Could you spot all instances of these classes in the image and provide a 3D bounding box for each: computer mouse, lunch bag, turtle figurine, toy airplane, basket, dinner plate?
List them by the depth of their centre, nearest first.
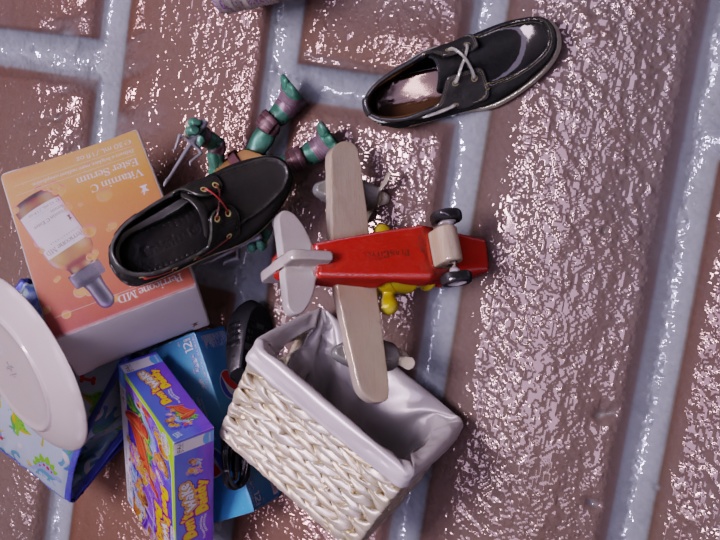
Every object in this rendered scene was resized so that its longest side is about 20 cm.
[{"bbox_3d":[0.000,0.000,0.910,0.199,0.141,0.200,38,73,3],"label":"toy airplane"},{"bbox_3d":[-0.023,0.155,0.928,0.200,0.135,0.124,38,118,16],"label":"basket"},{"bbox_3d":[-0.343,0.099,0.942,0.200,0.024,0.201,26,130,35],"label":"dinner plate"},{"bbox_3d":[-0.124,-0.102,0.977,0.200,0.101,0.150,-39,97,3],"label":"turtle figurine"},{"bbox_3d":[-0.129,0.130,0.992,0.034,0.059,0.201,-4,69,29],"label":"computer mouse"},{"bbox_3d":[-0.342,0.136,1.067,0.169,0.127,0.201,31,94,17],"label":"lunch bag"}]

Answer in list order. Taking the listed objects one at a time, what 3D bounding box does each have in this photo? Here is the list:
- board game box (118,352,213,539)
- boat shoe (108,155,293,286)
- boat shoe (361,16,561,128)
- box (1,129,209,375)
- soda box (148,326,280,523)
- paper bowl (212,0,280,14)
[{"bbox_3d":[-0.204,0.208,0.987,0.134,0.045,0.201,41,136,42],"label":"board game box"},{"bbox_3d":[-0.148,-0.050,0.896,0.201,0.063,0.074,-31,90,-14],"label":"boat shoe"},{"bbox_3d":[0.096,-0.188,0.900,0.199,0.068,0.072,-19,84,21],"label":"boat shoe"},{"bbox_3d":[-0.265,-0.020,0.980,0.151,0.107,0.201,-21,67,-11],"label":"box"},{"bbox_3d":[-0.160,0.168,1.027,0.068,0.064,0.201,-21,85,22],"label":"soda box"},{"bbox_3d":[-0.110,-0.359,0.904,0.104,0.201,0.202,-12,88,4],"label":"paper bowl"}]
